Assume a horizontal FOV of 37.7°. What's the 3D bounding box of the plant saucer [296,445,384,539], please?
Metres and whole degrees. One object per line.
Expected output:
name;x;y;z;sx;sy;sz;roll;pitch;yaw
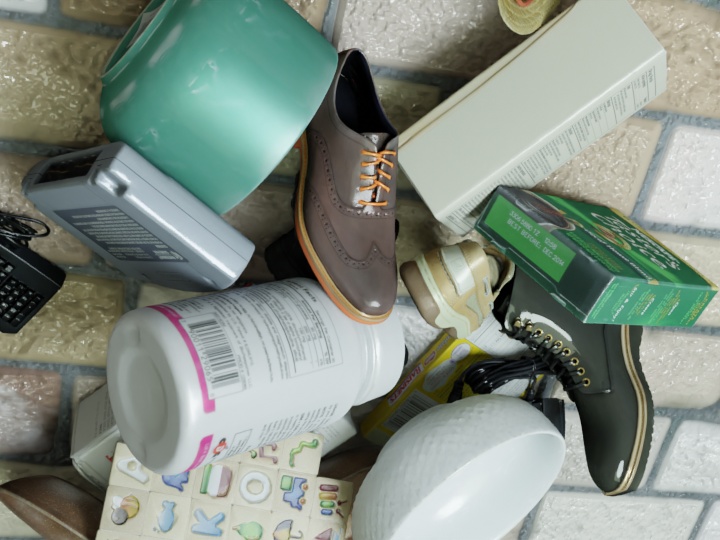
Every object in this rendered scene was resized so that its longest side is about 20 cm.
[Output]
plant saucer;-0.033;0.217;0.965;0.199;0.037;0.201;-27;153;-15

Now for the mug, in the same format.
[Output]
mug;-0.117;-0.119;0.727;0.114;0.152;0.185;38;105;-23

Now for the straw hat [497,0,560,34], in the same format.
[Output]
straw hat;0.101;-0.272;0.717;0.084;0.201;0.203;22;123;26

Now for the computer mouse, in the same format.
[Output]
computer mouse;0.134;0.158;0.973;0.139;0.046;0.201;-6;130;-23

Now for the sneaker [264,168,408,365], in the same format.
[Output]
sneaker;0.000;-0.002;0.873;0.104;0.060;0.200;-39;116;17

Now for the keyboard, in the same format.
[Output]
keyboard;-0.323;-0.026;0.808;0.199;0.040;0.104;37;108;-28

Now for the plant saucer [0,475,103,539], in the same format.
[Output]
plant saucer;-0.224;0.234;0.912;0.201;0.199;0.037;51;60;-30

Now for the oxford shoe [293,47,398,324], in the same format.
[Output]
oxford shoe;-0.005;-0.063;0.759;0.071;0.202;0.072;-5;164;-34

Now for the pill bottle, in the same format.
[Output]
pill bottle;-0.070;0.067;0.761;0.199;0.113;0.114;-11;127;-39

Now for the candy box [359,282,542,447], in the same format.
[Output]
candy box;0.099;0.102;0.972;0.102;0.026;0.200;32;110;-30

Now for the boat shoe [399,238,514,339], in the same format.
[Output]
boat shoe;0.088;0.009;0.829;0.076;0.200;0.072;-30;85;9

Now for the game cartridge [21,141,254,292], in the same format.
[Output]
game cartridge;-0.160;-0.034;0.759;0.133;0.199;0.042;35;72;-29

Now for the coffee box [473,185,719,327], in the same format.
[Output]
coffee box;0.188;-0.009;0.823;0.199;0.123;0.044;6;121;-50

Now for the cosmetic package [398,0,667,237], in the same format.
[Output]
cosmetic package;0.128;-0.116;0.798;0.199;0.103;0.073;-37;75;9

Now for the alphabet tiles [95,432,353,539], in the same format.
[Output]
alphabet tiles;-0.106;0.202;0.837;0.198;0.006;0.168;13;80;-17

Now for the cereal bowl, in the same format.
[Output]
cereal bowl;0.071;0.175;0.883;0.199;0.083;0.201;-27;144;-21

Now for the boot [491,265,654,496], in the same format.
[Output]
boot;0.167;0.082;0.888;0.137;0.202;0.077;13;151;-23

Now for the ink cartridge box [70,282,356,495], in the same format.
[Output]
ink cartridge box;-0.127;0.129;0.910;0.199;0.085;0.146;-35;120;8
